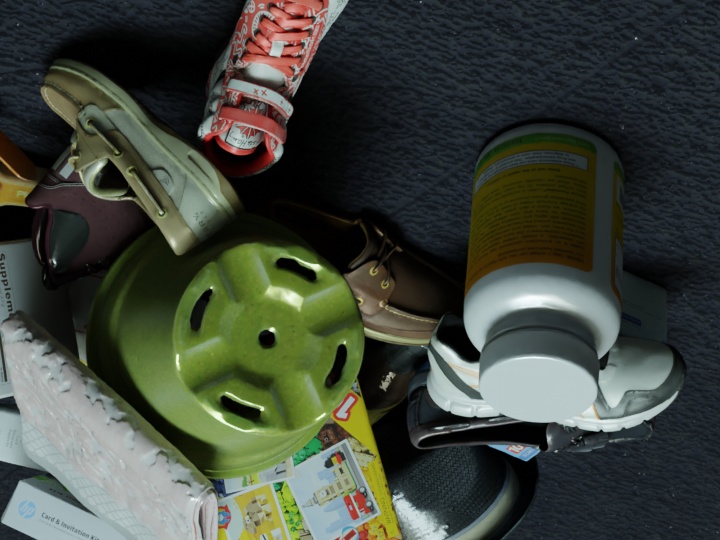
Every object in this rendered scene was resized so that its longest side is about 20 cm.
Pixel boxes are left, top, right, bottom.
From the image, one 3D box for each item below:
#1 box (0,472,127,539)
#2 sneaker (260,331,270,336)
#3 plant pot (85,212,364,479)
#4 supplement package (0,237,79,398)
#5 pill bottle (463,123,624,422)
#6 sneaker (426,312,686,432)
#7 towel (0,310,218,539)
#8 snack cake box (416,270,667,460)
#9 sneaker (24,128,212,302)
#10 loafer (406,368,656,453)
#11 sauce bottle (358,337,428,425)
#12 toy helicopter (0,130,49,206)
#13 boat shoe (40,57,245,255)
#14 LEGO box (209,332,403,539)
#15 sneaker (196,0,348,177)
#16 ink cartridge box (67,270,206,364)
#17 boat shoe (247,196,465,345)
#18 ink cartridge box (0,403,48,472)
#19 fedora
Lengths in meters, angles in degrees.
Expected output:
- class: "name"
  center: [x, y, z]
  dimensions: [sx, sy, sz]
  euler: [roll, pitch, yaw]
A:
- class: "box"
  center: [-0.197, 0.215, 1.669]
  dimensions: [0.156, 0.041, 0.200]
  euler: [24, -179, 6]
- class: "sneaker"
  center: [-0.106, 0.119, 1.736]
  dimensions: [0.073, 0.071, 0.200]
  euler: [8, 143, -2]
- class: "plant pot"
  center: [-0.081, 0.050, 1.411]
  dimensions: [0.200, 0.200, 0.184]
  euler: [17, 173, -14]
- class: "supplement package"
  center: [-0.332, 0.046, 1.542]
  dimensions: [0.121, 0.120, 0.200]
  euler: [-8, -178, 38]
- class: "pill bottle"
  center: [0.130, 0.003, 1.436]
  dimensions: [0.111, 0.200, 0.111]
  euler: [4, 143, 3]
- class: "sneaker"
  center: [0.145, 0.071, 1.522]
  dimensions: [0.200, 0.074, 0.080]
  euler: [-1, 139, 11]
- class: "towel"
  center: [-0.183, 0.139, 1.476]
  dimensions: [0.200, 0.032, 0.191]
  euler: [39, 154, 17]
- class: "snack cake box"
  center: [0.143, 0.067, 1.630]
  dimensions: [0.115, 0.067, 0.200]
  euler: [22, 140, -21]
- class: "sneaker"
  center: [-0.181, -0.011, 1.525]
  dimensions: [0.200, 0.116, 0.076]
  euler: [50, 168, -30]
- class: "loafer"
  center: [0.134, 0.123, 1.597]
  dimensions: [0.200, 0.063, 0.072]
  euler: [5, 143, 4]
- class: "sauce bottle"
  center: [0.004, 0.095, 1.691]
  dimensions: [0.065, 0.065, 0.200]
  euler: [24, 142, -21]
- class: "toy helicopter"
  center: [-0.275, -0.075, 1.524]
  dimensions: [0.200, 0.079, 0.132]
  euler: [8, 136, -19]
- class: "boat shoe"
  center: [-0.167, -0.081, 1.402]
  dimensions: [0.200, 0.066, 0.074]
  euler: [36, 166, 35]
- class: "LEGO box"
  center: [-0.064, 0.154, 1.561]
  dimensions: [0.149, 0.077, 0.200]
  euler: [-19, 102, -13]
- class: "sneaker"
  center: [-0.054, -0.145, 1.346]
  dimensions: [0.067, 0.108, 0.201]
  euler: [18, 142, -15]
- class: "ink cartridge box"
  center: [-0.191, 0.052, 1.662]
  dimensions: [0.117, 0.067, 0.200]
  euler: [13, 143, -6]
- class: "boat shoe"
  center: [0.000, -0.001, 1.560]
  dimensions: [0.200, 0.072, 0.068]
  euler: [22, 142, -14]
- class: "ink cartridge box"
  center: [-0.216, 0.153, 1.717]
  dimensions: [0.200, 0.050, 0.161]
  euler: [9, 178, 21]
- class: "fedora"
  center: [0.048, 0.182, 1.724]
  dimensions: [0.200, 0.201, 0.092]
  euler: [-15, 122, 27]
